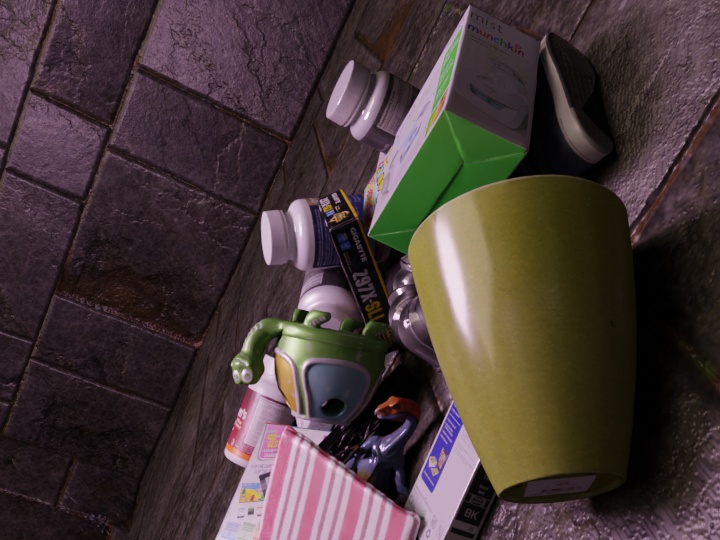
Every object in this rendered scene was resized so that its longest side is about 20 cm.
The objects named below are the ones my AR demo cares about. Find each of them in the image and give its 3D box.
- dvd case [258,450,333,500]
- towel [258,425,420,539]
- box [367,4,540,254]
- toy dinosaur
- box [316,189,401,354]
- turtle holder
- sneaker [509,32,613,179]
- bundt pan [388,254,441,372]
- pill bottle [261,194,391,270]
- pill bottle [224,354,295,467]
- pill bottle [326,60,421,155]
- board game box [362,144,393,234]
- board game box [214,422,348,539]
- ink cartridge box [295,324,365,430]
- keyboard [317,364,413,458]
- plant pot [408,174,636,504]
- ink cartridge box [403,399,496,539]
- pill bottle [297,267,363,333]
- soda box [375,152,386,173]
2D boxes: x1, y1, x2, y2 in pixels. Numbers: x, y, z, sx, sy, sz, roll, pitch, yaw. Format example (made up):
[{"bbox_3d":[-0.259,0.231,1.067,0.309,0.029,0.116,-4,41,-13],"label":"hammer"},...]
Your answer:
[{"bbox_3d":[-0.050,0.324,0.828,0.148,0.016,0.205,-30,71,45],"label":"dvd case"},{"bbox_3d":[-0.028,0.277,0.769,0.197,0.030,0.150,25,108,34],"label":"towel"},{"bbox_3d":[0.101,-0.139,0.772,0.201,0.095,0.179,124,166,-51],"label":"box"},{"bbox_3d":[0.009,0.224,0.865,0.184,0.104,0.200,-57,11,2],"label":"toy dinosaur"},{"bbox_3d":[0.000,0.000,1.034,0.048,0.204,0.160,-21,20,0],"label":"box"},{"bbox_3d":[-0.055,0.120,0.904,0.139,0.183,0.136,4,83,49],"label":"turtle holder"},{"bbox_3d":[0.193,-0.157,0.790,0.146,0.075,0.206,-48,26,43],"label":"sneaker"},{"bbox_3d":[0.096,0.015,0.886,0.204,0.074,0.204,-58,20,34],"label":"bundt pan"},{"bbox_3d":[-0.056,-0.060,1.148,0.111,0.195,0.114,174,90,-72],"label":"pill bottle"},{"bbox_3d":[-0.177,0.273,1.371,0.205,0.107,0.109,-70,17,-7],"label":"pill bottle"},{"bbox_3d":[0.052,-0.242,1.134,0.115,0.196,0.115,-56,19,31],"label":"pill bottle"},{"bbox_3d":[0.091,-0.137,1.044,0.201,0.103,0.105,-55,20,39],"label":"board game box"},{"bbox_3d":[-0.105,0.315,0.983,0.150,0.041,0.203,-2,51,34],"label":"board game box"},{"bbox_3d":[-0.054,0.171,1.219,0.163,0.056,0.205,-126,55,-71],"label":"ink cartridge box"},{"bbox_3d":[-0.001,0.209,0.934,0.200,0.040,0.104,-45,3,-1],"label":"keyboard"},{"bbox_3d":[0.138,0.066,0.557,0.187,0.183,0.205,-46,41,50],"label":"plant pot"},{"bbox_3d":[0.108,0.175,0.704,0.099,0.038,0.204,-135,67,-73],"label":"ink cartridge box"},{"bbox_3d":[-0.044,0.050,1.198,0.117,0.114,0.202,-56,16,34],"label":"pill bottle"},{"bbox_3d":[0.072,-0.201,1.262,0.068,0.062,0.204,-43,30,54],"label":"soda box"}]
